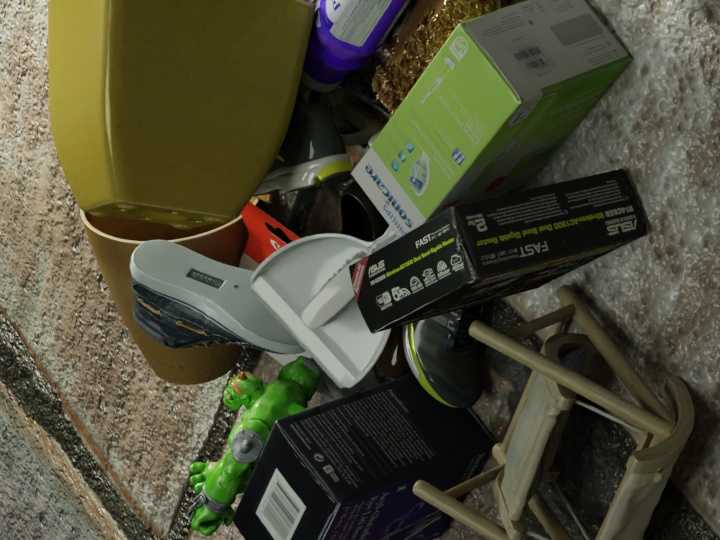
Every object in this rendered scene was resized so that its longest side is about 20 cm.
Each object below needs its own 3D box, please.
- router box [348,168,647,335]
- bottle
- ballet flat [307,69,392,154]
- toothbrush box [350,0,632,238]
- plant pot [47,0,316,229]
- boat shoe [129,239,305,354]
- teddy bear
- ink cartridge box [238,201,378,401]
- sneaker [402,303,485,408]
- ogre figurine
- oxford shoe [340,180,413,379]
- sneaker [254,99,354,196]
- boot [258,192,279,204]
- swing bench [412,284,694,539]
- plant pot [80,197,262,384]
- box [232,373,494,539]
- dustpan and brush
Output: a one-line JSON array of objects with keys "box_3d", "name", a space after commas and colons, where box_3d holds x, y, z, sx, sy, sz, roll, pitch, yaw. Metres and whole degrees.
[{"box_3d": [0.111, -0.016, 1.509, 0.150, 0.199, 0.062, -28, 79, 51], "name": "router box"}, {"box_3d": [-0.001, -0.233, 1.631, 0.200, 0.065, 0.084, 128, 153, -51], "name": "bottle"}, {"box_3d": [0.019, -0.122, 1.699, 0.200, 0.072, 0.072, 38, 129, 38], "name": "ballet flat"}, {"box_3d": [0.105, -0.126, 1.523, 0.086, 0.145, 0.200, 54, 137, 14], "name": "toothbrush box"}, {"box_3d": [-0.172, -0.144, 1.664, 0.194, 0.195, 0.201, -6, 78, 64], "name": "plant pot"}, {"box_3d": [-0.132, 0.045, 1.787, 0.200, 0.071, 0.091, 25, 139, 16], "name": "boat shoe"}, {"box_3d": [0.069, -0.202, 1.601, 0.200, 0.067, 0.146, 129, 153, -50], "name": "teddy bear"}, {"box_3d": [-0.068, 0.034, 1.809, 0.162, 0.057, 0.200, 35, 160, 40], "name": "ink cartridge box"}, {"box_3d": [0.084, 0.027, 1.669, 0.081, 0.074, 0.201, -1, 102, 48], "name": "sneaker"}, {"box_3d": [-0.090, 0.152, 1.761, 0.098, 0.200, 0.120, 49, 139, 18], "name": "ogre figurine"}, {"box_3d": [0.012, 0.011, 1.742, 0.073, 0.084, 0.201, 0, 103, 49], "name": "oxford shoe"}, {"box_3d": [-0.069, -0.116, 1.732, 0.200, 0.074, 0.085, -2, 97, 57], "name": "sneaker"}, {"box_3d": [-0.091, -0.163, 1.811, 0.188, 0.068, 0.201, 22, 113, 47], "name": "boot"}, {"box_3d": [0.174, 0.158, 1.555, 0.200, 0.129, 0.200, 41, 130, 29], "name": "swing bench"}, {"box_3d": [-0.185, 0.011, 1.931, 0.186, 0.186, 0.201, 29, 134, 43], "name": "plant pot"}, {"box_3d": [0.003, 0.195, 1.717, 0.104, 0.199, 0.148, 50, 137, 27], "name": "box"}, {"box_3d": [0.000, 0.000, 1.655, 0.140, 0.057, 0.200, 47, 107, 5], "name": "dustpan and brush"}]
